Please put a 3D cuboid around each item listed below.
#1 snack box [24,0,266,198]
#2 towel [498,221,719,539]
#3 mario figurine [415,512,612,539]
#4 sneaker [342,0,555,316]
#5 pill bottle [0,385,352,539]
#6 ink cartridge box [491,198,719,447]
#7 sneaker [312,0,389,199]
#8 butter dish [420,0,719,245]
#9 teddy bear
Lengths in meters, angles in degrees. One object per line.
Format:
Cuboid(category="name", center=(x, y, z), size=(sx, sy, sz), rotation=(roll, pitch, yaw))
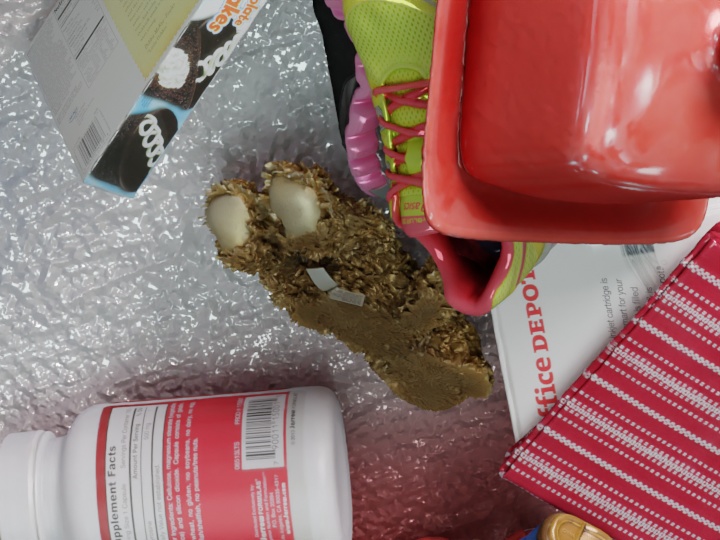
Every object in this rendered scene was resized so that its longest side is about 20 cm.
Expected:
Cuboid(category="snack box", center=(-0.099, -0.151, 1.130), size=(0.037, 0.116, 0.200), rotation=(16, 122, -39))
Cuboid(category="towel", center=(0.189, 0.075, 1.198), size=(0.144, 0.023, 0.200), rotation=(30, 119, -18))
Cuboid(category="mario figurine", center=(0.088, 0.203, 1.284), size=(0.123, 0.200, 0.107), rotation=(-3, 78, -21))
Cuboid(category="sneaker", center=(0.043, -0.061, 1.081), size=(0.078, 0.090, 0.200), rotation=(-5, 129, 37))
Cuboid(category="pill bottle", center=(-0.109, 0.131, 1.281), size=(0.199, 0.112, 0.113), rotation=(-5, 118, 5))
Cuboid(category="ink cartridge box", center=(0.175, 0.015, 1.226), size=(0.199, 0.084, 0.145), rotation=(-9, 117, 6))
Cuboid(category="sneaker", center=(0.006, -0.133, 1.158), size=(0.079, 0.095, 0.201), rotation=(-20, 130, -14))
Cuboid(category="butter dish", center=(0.143, -0.106, 1.020), size=(0.199, 0.148, 0.200), rotation=(2, 96, -38))
Cuboid(category="teddy bear", center=(0.000, 0.000, 1.219), size=(0.200, 0.067, 0.145), rotation=(29, 143, -18))
